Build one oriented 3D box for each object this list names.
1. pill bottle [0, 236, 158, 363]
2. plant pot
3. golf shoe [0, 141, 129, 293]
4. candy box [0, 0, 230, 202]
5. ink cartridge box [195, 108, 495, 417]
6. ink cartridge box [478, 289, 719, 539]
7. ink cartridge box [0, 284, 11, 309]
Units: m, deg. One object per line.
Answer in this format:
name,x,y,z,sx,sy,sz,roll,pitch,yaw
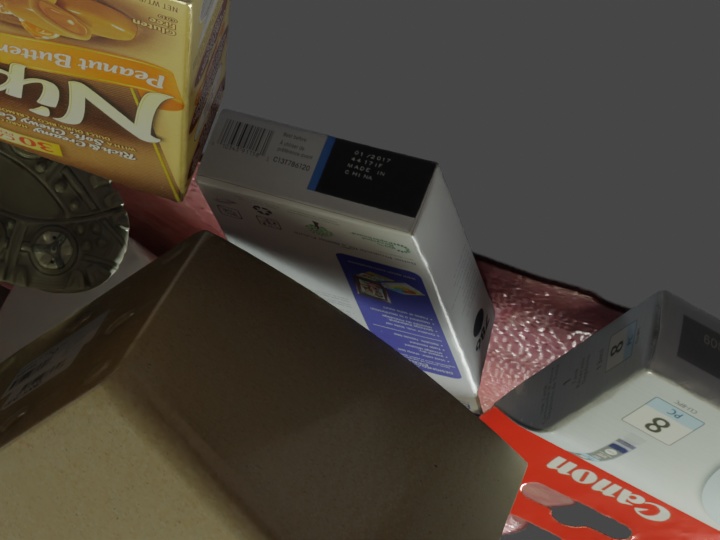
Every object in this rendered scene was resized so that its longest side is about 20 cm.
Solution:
pill bottle,-0.081,0.068,1.427,0.113,0.114,0.200,4,155,38
plant pot,-0.076,0.107,1.235,0.199,0.200,0.177,-32,105,27
golf shoe,-0.186,-0.045,1.310,0.199,0.079,0.097,27,168,11
candy box,-0.109,-0.098,1.096,0.115,0.056,0.200,20,161,2
ink cartridge box,0.000,0.000,1.278,0.099,0.039,0.200,14,158,16
ink cartridge box,0.136,0.097,1.315,0.160,0.047,0.200,27,143,-20
ink cartridge box,-0.215,0.101,1.528,0.199,0.145,0.145,27,122,-20
